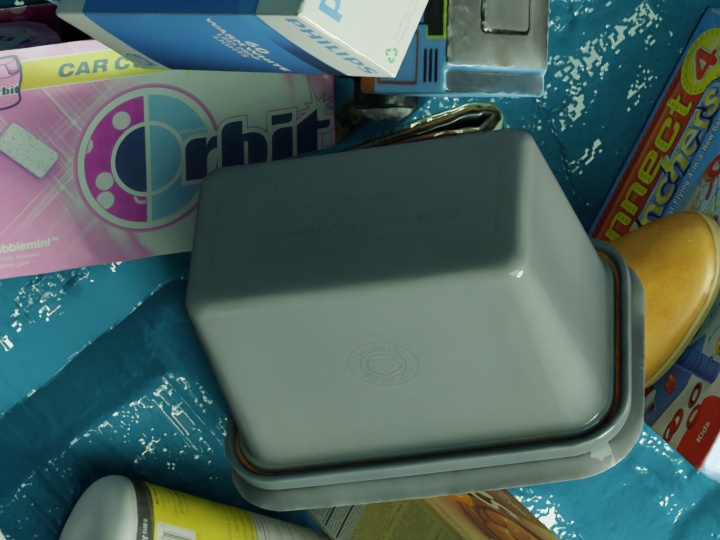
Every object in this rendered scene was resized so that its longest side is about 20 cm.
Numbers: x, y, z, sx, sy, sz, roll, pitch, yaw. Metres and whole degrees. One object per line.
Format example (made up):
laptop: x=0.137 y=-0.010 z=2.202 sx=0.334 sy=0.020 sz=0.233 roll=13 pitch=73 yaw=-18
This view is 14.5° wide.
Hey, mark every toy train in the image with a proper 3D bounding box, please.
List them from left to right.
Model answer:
toy train: x=0.031 y=-0.169 z=1.309 sx=0.086 sy=0.114 sz=0.202 roll=0 pitch=93 yaw=-44

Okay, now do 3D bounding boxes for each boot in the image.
boot: x=0.072 y=0.028 z=1.403 sx=0.143 sy=0.071 sz=0.201 roll=15 pitch=136 yaw=-38

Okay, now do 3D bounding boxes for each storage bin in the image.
storage bin: x=0.019 y=0.007 z=1.279 sx=0.198 sy=0.146 sz=0.135 roll=-6 pitch=143 yaw=16

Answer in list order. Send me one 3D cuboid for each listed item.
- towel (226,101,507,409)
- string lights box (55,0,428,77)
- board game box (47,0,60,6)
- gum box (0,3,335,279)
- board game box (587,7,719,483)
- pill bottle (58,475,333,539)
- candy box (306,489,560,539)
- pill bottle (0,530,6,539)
towel: x=0.000 y=0.000 z=1.409 sx=0.146 sy=0.022 sz=0.201 roll=-17 pitch=147 yaw=-15
string lights box: x=-0.044 y=-0.143 z=1.226 sx=0.059 sy=0.199 sz=0.103 roll=31 pitch=77 yaw=-34
board game box: x=-0.102 y=-0.215 z=1.324 sx=0.199 sy=0.039 sz=0.159 roll=-28 pitch=118 yaw=-17
gum box: x=-0.104 y=-0.071 z=1.367 sx=0.199 sy=0.066 sz=0.114 roll=-9 pitch=115 yaw=-20
board game box: x=0.195 y=-0.012 z=1.441 sx=0.056 sy=0.196 sz=0.201 roll=23 pitch=100 yaw=-28
pill bottle: x=-0.056 y=0.182 z=1.449 sx=0.199 sy=0.112 sz=0.113 roll=18 pitch=102 yaw=-20
candy box: x=0.046 y=0.138 z=1.435 sx=0.115 sy=0.200 sz=0.056 roll=26 pitch=96 yaw=-28
pill bottle: x=-0.225 y=0.136 z=1.322 sx=0.113 sy=0.200 sz=0.115 roll=-8 pitch=113 yaw=-19
